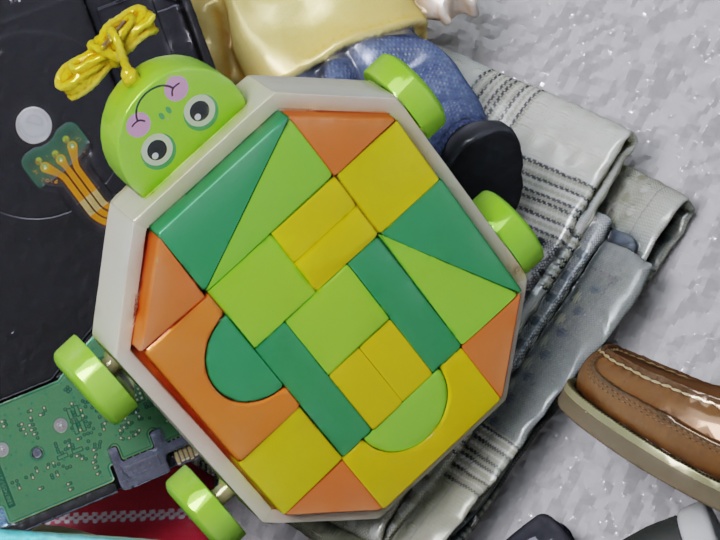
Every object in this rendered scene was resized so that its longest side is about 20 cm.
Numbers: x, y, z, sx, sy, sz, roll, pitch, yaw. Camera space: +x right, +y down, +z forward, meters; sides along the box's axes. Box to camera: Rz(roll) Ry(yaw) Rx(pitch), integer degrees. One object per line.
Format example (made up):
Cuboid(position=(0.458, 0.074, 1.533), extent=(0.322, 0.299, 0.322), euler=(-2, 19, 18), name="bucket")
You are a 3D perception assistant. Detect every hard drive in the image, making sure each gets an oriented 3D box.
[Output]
Cuboid(position=(-0.107, -0.022, 0.925), extent=(0.139, 0.038, 0.201), euler=(-23, 96, -15), name="hard drive")

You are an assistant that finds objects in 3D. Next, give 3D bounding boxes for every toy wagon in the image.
Cuboid(position=(-0.029, -0.002, 0.885), extent=(0.155, 0.200, 0.040), euler=(-43, 33, -7), name="toy wagon")

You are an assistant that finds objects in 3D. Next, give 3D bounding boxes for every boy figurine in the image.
Cuboid(position=(-0.023, -0.089, 0.997), extent=(0.124, 0.065, 0.200), euler=(-30, 56, -11), name="boy figurine")

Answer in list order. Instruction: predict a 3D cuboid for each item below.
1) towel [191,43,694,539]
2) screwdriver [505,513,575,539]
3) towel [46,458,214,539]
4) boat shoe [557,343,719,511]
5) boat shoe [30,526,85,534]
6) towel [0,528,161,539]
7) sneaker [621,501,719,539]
Cuboid(position=(0.000, 0.000, 0.997), extent=(0.200, 0.035, 0.193), euler=(29, 73, 26), name="towel")
Cuboid(position=(0.003, 0.162, 0.945), extent=(0.200, 0.029, 0.028), euler=(-45, 62, 0), name="screwdriver")
Cuboid(position=(-0.125, 0.166, 0.987), extent=(0.144, 0.022, 0.201), euler=(-4, 69, 15), name="towel")
Cuboid(position=(0.167, 0.062, 0.897), extent=(0.199, 0.072, 0.068), euler=(24, 101, 14), name="boat shoe")
Cuboid(position=(-0.072, 0.139, 0.933), extent=(0.201, 0.063, 0.074), euler=(8, 43, 15), name="boat shoe")
Cuboid(position=(-0.081, 0.160, 0.859), extent=(0.199, 0.022, 0.147), euler=(6, 78, -1), name="towel")
Cuboid(position=(0.098, 0.182, 0.881), extent=(0.099, 0.071, 0.201), euler=(-20, 57, 12), name="sneaker")
